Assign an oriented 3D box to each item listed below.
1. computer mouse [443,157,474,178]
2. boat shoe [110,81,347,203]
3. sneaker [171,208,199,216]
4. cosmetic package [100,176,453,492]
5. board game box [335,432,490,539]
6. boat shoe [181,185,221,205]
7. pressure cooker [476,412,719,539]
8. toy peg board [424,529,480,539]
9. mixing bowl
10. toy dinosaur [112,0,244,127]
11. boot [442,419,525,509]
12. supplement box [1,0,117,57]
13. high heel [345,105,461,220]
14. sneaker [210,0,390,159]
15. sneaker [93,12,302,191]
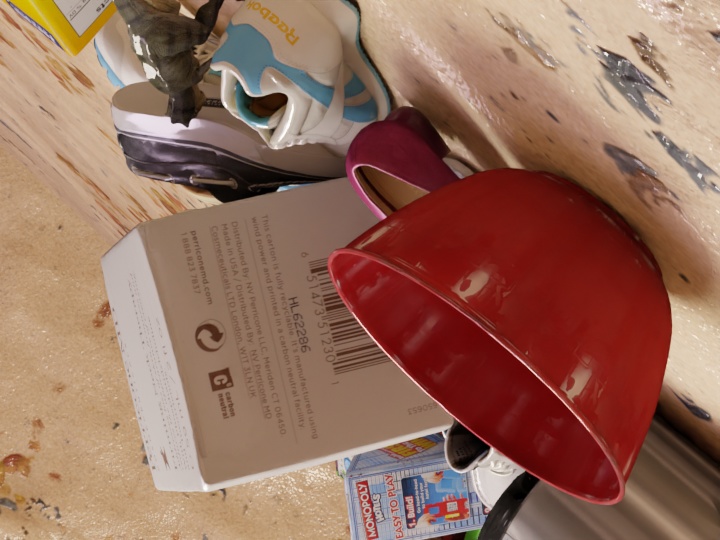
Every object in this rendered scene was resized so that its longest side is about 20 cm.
[{"bbox_3d":[0.048,-0.029,1.475,0.110,0.044,0.200,45,172,-3],"label":"computer mouse"},{"bbox_3d":[-0.077,-0.075,1.542,0.199,0.072,0.068,10,123,28],"label":"boat shoe"},{"bbox_3d":[-0.082,0.053,1.731,0.111,0.076,0.201,56,173,43],"label":"sneaker"},{"bbox_3d":[-0.058,0.042,1.498,0.200,0.165,0.169,157,99,-76],"label":"cosmetic package"},{"bbox_3d":[0.061,0.136,1.709,0.200,0.198,0.062,-155,55,-63],"label":"board game box"},{"bbox_3d":[-0.073,-0.061,1.814,0.199,0.072,0.072,21,159,51],"label":"boat shoe"},{"bbox_3d":[0.190,0.205,1.504,0.200,0.179,0.176,39,168,29],"label":"pressure cooker"},{"bbox_3d":[0.139,0.191,1.854,0.199,0.098,0.199,16,-163,-20],"label":"toy peg board"},{"bbox_3d":[0.091,0.018,1.250,0.200,0.109,0.200,38,167,10],"label":"mixing bowl"},{"bbox_3d":[-0.115,-0.161,1.437,0.047,0.088,0.200,37,169,36],"label":"toy dinosaur"},{"bbox_3d":[0.082,0.101,1.500,0.073,0.095,0.201,30,138,25],"label":"boot"},{"bbox_3d":[-0.203,-0.238,1.392,0.109,0.109,0.200,38,170,28],"label":"supplement box"},{"bbox_3d":[0.067,-0.005,1.341,0.201,0.067,0.096,55,-155,-7],"label":"high heel"},{"bbox_3d":[-0.038,-0.108,1.362,0.076,0.081,0.200,38,172,20],"label":"sneaker"},{"bbox_3d":[-0.099,-0.131,1.616,0.199,0.075,0.087,33,164,10],"label":"sneaker"}]
